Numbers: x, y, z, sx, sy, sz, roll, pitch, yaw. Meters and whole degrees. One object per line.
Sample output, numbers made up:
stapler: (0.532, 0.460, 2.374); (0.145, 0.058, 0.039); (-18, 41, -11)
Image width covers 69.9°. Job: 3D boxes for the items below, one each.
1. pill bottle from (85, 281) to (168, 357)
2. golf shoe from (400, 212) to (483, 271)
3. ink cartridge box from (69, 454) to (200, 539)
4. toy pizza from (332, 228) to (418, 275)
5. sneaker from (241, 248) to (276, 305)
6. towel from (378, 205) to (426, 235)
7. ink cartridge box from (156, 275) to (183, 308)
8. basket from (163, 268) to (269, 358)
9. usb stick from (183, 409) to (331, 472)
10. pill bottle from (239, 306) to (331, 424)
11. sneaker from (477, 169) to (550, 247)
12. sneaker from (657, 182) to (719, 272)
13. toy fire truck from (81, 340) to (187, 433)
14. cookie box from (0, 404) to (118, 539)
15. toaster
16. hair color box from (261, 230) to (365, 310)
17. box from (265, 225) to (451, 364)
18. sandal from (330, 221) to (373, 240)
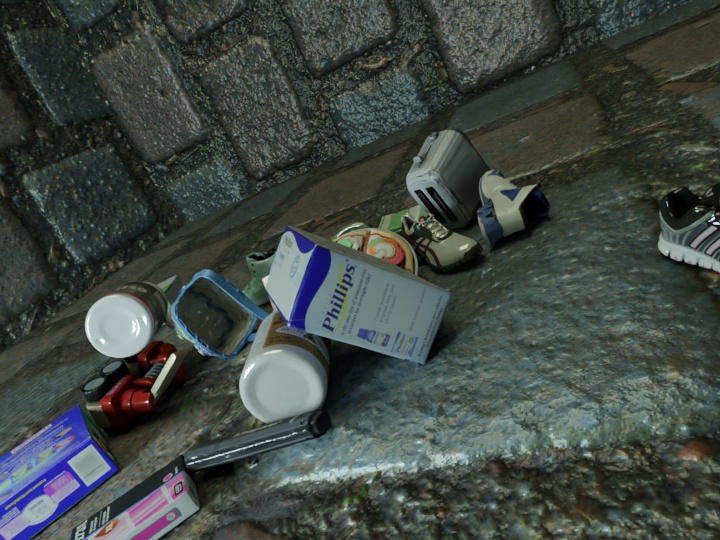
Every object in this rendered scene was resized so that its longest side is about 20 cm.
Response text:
pill bottle: (-0.436, 0.084, 0.986); (0.113, 0.115, 0.200); (-29, 12, -6)
golf shoe: (0.132, -0.053, 0.919); (0.077, 0.089, 0.199); (-33, 21, -22)
ink cartridge box: (-0.292, 0.314, 0.620); (0.199, 0.037, 0.095); (-35, 20, -16)
toy pizza: (0.000, 0.000, 0.890); (0.198, 0.032, 0.202); (-9, 53, 12)
sneaker: (-0.245, 0.019, 1.186); (0.199, 0.119, 0.074); (-20, 22, 24)
towel: (0.133, -0.132, 1.216); (0.198, 0.024, 0.153); (-21, 19, 18)
ink cartridge box: (-0.603, 0.113, 1.469); (0.199, 0.088, 0.146); (-27, 19, 6)
basket: (-0.267, 0.084, 0.983); (0.199, 0.176, 0.140); (-28, 28, 42)
usb stick: (-0.132, 0.214, 0.647); (0.198, 0.033, 0.055); (-20, -10, 18)
pill bottle: (-0.099, 0.117, 0.742); (0.113, 0.115, 0.200); (-24, 19, 8)
sneaker: (0.276, -0.118, 0.923); (0.114, 0.081, 0.200); (-14, 29, 23)
sneaker: (0.397, -0.047, 0.544); (0.073, 0.088, 0.200); (-29, 19, -8)
toy fire truck: (-0.376, 0.190, 0.942); (0.198, 0.130, 0.176); (-8, 24, 17)
cookie box: (-0.495, 0.316, 0.819); (0.171, 0.076, 0.199); (-37, 22, -26)
toaster: (0.184, -0.175, 1.042); (0.113, 0.200, 0.130); (1, 51, 56)
hair color box: (-0.071, 0.022, 0.959); (0.199, 0.065, 0.110); (-29, 54, -1)
box: (-0.012, 0.029, 0.708); (0.106, 0.198, 0.184); (-69, 22, 4)
sandal: (-0.051, -0.038, 1.162); (0.200, 0.080, 0.058); (-29, 35, 14)
